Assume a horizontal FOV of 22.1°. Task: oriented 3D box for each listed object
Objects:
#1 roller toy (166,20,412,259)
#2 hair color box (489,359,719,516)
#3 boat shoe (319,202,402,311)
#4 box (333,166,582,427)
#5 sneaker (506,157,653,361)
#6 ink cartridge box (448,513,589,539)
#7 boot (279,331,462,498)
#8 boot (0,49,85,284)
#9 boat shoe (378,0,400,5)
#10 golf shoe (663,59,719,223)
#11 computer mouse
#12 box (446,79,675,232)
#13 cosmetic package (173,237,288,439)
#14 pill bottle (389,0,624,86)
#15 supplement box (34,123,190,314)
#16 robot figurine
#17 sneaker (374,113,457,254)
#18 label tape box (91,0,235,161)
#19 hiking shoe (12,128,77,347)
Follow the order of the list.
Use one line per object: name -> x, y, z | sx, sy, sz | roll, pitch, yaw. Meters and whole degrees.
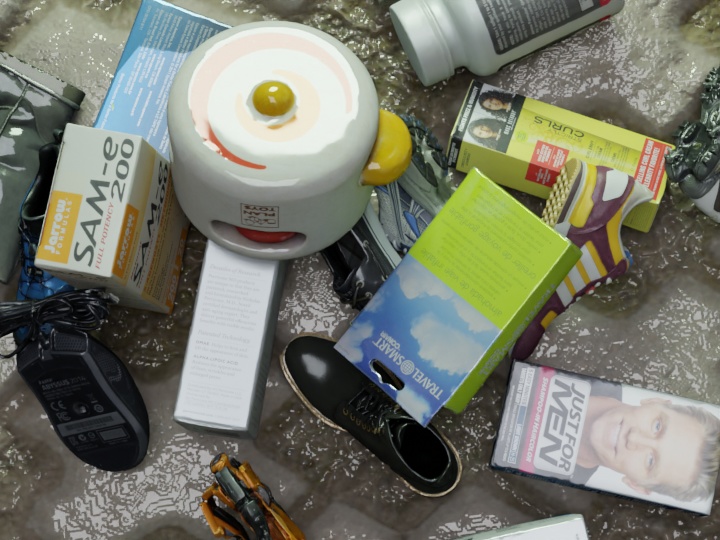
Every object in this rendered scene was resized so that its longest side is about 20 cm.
roller toy -> -0.073, -0.113, 1.583 | 0.182, 0.140, 0.200 | -34, 69, -18
hair color box -> 0.223, 0.150, 1.653 | 0.199, 0.061, 0.101 | 12, 82, 4
boat shoe -> 0.000, 0.000, 1.663 | 0.066, 0.070, 0.201 | -26, 90, -41
box -> 0.084, 0.026, 1.593 | 0.122, 0.048, 0.200 | 40, 93, 27
sneaker -> 0.193, 0.003, 1.645 | 0.090, 0.075, 0.201 | 18, 115, -6
ink cartridge box -> 0.101, 0.271, 1.595 | 0.199, 0.146, 0.086 | -15, 83, 1
boot -> 0.011, 0.118, 1.628 | 0.200, 0.138, 0.078 | 36, 84, 8
boot -> -0.368, -0.110, 1.723 | 0.181, 0.073, 0.201 | 26, 90, 8
boat shoe -> 0.093, -0.322, 1.727 | 0.199, 0.073, 0.063 | -28, 84, 3
golf shoe -> 0.352, -0.131, 1.693 | 0.200, 0.078, 0.095 | -51, 122, -22
computer mouse -> -0.246, 0.092, 1.649 | 0.138, 0.053, 0.201 | -10, 123, 22
box -> 0.183, -0.105, 1.690 | 0.199, 0.050, 0.076 | 20, 59, 6
cosmetic package -> -0.113, 0.047, 1.664 | 0.074, 0.102, 0.201 | 8, 80, 2
pill bottle -> 0.133, -0.247, 1.693 | 0.199, 0.111, 0.111 | -25, 81, -3
supplement box -> -0.211, -0.041, 1.629 | 0.073, 0.200, 0.127 | 10, 82, 11
robot figurine -> -0.074, 0.249, 1.614 | 0.058, 0.145, 0.200 | -38, 88, -1
sneaker -> 0.063, -0.043, 1.690 | 0.085, 0.077, 0.201 | -27, 98, 34
label tape box -> -0.131, -0.152, 1.714 | 0.199, 0.063, 0.145 | 21, 83, 4
hiking shoe -> -0.289, -0.022, 1.681 | 0.074, 0.087, 0.201 | 6, 78, 29
